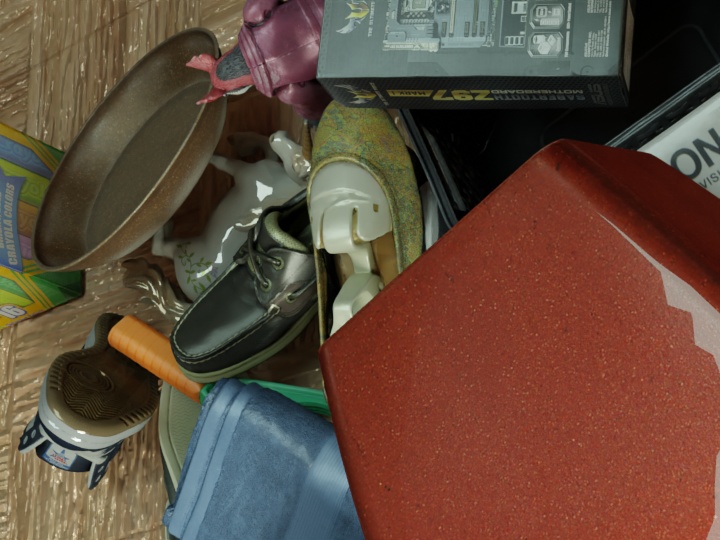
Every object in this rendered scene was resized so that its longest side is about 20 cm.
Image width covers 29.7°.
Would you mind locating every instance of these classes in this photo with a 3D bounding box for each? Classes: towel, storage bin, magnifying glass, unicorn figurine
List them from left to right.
[{"bbox_3d":[-0.078,0.083,0.850,0.200,0.022,0.080,28,53,26],"label":"magnifying glass"},{"bbox_3d":[-0.084,-0.044,0.929,0.137,0.074,0.200,45,119,39],"label":"unicorn figurine"},{"bbox_3d":[-0.012,0.146,0.755,0.200,0.049,0.112,29,110,20],"label":"towel"},{"bbox_3d":[0.133,-0.102,0.755,0.200,0.094,0.135,-36,55,22],"label":"storage bin"}]

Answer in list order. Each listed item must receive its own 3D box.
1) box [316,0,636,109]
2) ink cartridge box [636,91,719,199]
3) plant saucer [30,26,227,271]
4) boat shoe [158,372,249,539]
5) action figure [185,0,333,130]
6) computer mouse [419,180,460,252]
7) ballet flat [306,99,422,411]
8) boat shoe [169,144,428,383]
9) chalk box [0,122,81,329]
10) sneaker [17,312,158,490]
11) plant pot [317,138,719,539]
[{"bbox_3d":[0.066,-0.185,0.706,0.157,0.051,0.201,2,78,17],"label":"box"},{"bbox_3d":[0.162,0.023,0.661,0.200,0.075,0.165,-37,82,23],"label":"ink cartridge box"},{"bbox_3d":[-0.153,-0.077,0.941,0.200,0.037,0.201,-34,35,29],"label":"plant saucer"},{"bbox_3d":[-0.100,0.137,0.871,0.068,0.072,0.200,123,144,-46],"label":"boat shoe"},{"bbox_3d":[-0.011,-0.145,0.832,0.200,0.134,0.149,-27,24,1],"label":"action figure"},{"bbox_3d":[0.060,0.035,0.776,0.044,0.110,0.201,-2,61,-1],"label":"computer mouse"},{"bbox_3d":[0.000,0.000,0.776,0.071,0.071,0.201,0,99,38],"label":"ballet flat"},{"bbox_3d":[-0.042,-0.012,0.843,0.201,0.066,0.072,-37,50,-2],"label":"boat shoe"},{"bbox_3d":[-0.322,-0.045,1.021,0.124,0.200,0.124,-20,63,32],"label":"chalk box"},{"bbox_3d":[-0.186,0.104,0.898,0.109,0.070,0.200,-57,7,11],"label":"sneaker"},{"bbox_3d":[0.103,0.057,0.551,0.200,0.200,0.176,-41,74,23],"label":"plant pot"}]
